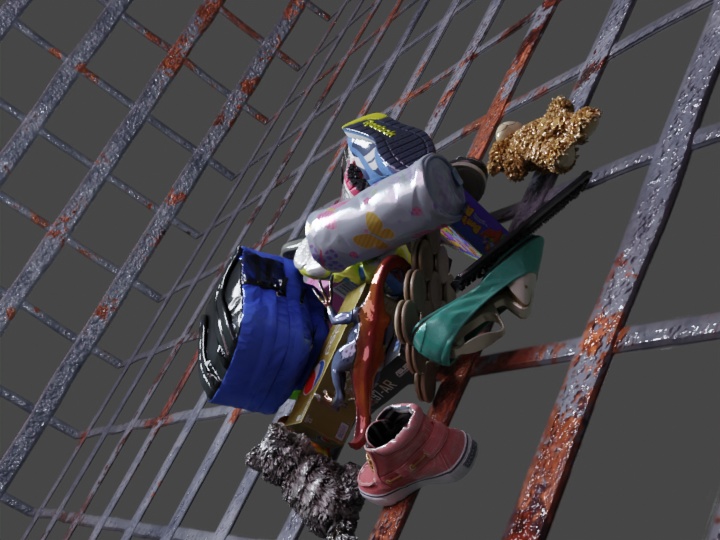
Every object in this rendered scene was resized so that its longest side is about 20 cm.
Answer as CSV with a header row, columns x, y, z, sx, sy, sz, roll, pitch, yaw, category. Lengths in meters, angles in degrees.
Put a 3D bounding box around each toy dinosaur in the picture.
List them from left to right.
x,y,z,sx,sy,sz,roll,pitch,yaw,category
0.021,0.079,1.177,0.200,0.105,0.182,51,125,51,toy dinosaur

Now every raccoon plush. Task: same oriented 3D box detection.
x,y,z,sx,sy,sz,roll,pitch,yaw,category
-0.059,0.253,1.182,0.097,0.134,0.200,-54,17,-2,raccoon plush

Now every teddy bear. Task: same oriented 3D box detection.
x,y,z,sx,sy,sz,roll,pitch,yaw,category
0.232,-0.171,1.313,0.145,0.067,0.200,-51,18,5,teddy bear

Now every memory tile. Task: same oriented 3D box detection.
x,y,z,sx,sy,sz,roll,pitch,yaw,category
0.080,0.043,1.215,0.017,0.153,0.200,-2,43,21,memory tile

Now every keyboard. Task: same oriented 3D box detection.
x,y,z,sx,sy,sz,roll,pitch,yaw,category
0.186,-0.040,1.182,0.200,0.021,0.127,-38,-5,-2,keyboard

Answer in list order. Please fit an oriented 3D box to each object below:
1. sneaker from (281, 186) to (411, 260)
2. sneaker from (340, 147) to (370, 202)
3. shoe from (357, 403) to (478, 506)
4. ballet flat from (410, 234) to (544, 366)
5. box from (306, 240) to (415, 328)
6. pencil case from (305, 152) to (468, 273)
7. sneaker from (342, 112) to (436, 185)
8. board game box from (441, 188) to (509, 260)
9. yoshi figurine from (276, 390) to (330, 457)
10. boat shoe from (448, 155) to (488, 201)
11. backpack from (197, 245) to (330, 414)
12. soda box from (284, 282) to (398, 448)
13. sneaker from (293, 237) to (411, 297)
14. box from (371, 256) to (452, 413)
x,y,z,sx,sy,sz,roll,pitch,yaw,category
-0.014,-0.053,1.430,0.199,0.076,0.114,-12,44,27,sneaker
0.004,-0.147,1.534,0.200,0.080,0.075,-70,-1,-54,sneaker
0.035,0.199,1.109,0.200,0.091,0.072,-32,29,52,shoe
0.150,0.041,1.132,0.200,0.070,0.067,-37,-30,-15,ballet flat
0.014,-0.025,1.566,0.176,0.097,0.200,-30,30,54,box
0.028,-0.067,1.195,0.200,0.083,0.091,-25,25,33,pencil case
0.044,-0.143,1.310,0.074,0.082,0.200,-20,30,-15,sneaker
0.114,-0.077,1.329,0.045,0.134,0.200,-49,17,-2,board game box
-0.084,0.187,1.426,0.112,0.112,0.200,-53,13,29,yoshi figurine
0.143,-0.127,1.426,0.066,0.074,0.199,-58,-4,-18,boat shoe
-0.125,0.087,1.339,0.200,0.167,0.163,-96,24,-56,backpack
-0.019,0.120,1.273,0.200,0.064,0.068,-64,14,-21,soda box
0.000,0.000,1.331,0.200,0.105,0.076,5,61,50,sneaker
0.047,0.084,1.349,0.160,0.043,0.200,-45,20,45,box
